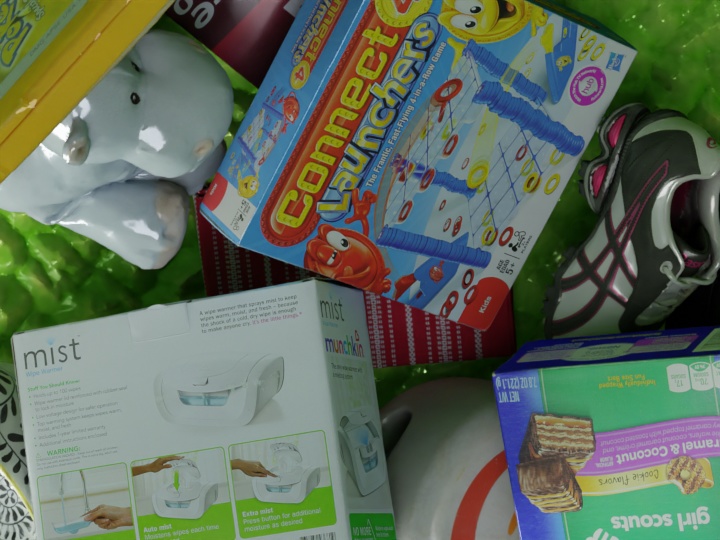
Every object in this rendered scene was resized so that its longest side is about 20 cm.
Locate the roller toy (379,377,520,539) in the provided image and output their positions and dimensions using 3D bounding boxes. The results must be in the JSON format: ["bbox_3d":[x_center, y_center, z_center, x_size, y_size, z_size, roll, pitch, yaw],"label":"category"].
[{"bbox_3d":[0.082,0.161,1.725,0.200,0.140,0.183,-22,104,-26],"label":"roller toy"}]

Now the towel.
[{"bbox_3d":[0.000,0.000,1.727,0.199,0.023,0.145,-4,121,3],"label":"towel"}]

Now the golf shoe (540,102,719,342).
[{"bbox_3d":[0.166,0.002,1.627,0.077,0.088,0.201,-6,115,-37],"label":"golf shoe"}]

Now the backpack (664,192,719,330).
[{"bbox_3d":[0.270,0.038,1.668,0.153,0.176,0.201,-13,115,-20],"label":"backpack"}]

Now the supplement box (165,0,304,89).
[{"bbox_3d":[-0.098,-0.211,1.585,0.200,0.061,0.109,38,110,-21],"label":"supplement box"}]

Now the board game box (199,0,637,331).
[{"bbox_3d":[0.036,-0.084,1.600,0.196,0.056,0.200,19,104,-36],"label":"board game box"}]

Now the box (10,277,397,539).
[{"bbox_3d":[-0.094,0.108,1.620,0.199,0.097,0.177,-11,81,18],"label":"box"}]

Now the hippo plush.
[{"bbox_3d":[-0.155,-0.105,1.559,0.199,0.160,0.161,10,154,-18],"label":"hippo plush"}]

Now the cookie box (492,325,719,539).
[{"bbox_3d":[0.180,0.140,1.596,0.171,0.075,0.201,-6,102,25],"label":"cookie box"}]

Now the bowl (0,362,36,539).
[{"bbox_3d":[-0.238,0.120,1.725,0.200,0.094,0.201,29,142,26],"label":"bowl"}]

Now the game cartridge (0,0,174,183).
[{"bbox_3d":[-0.176,-0.146,1.483,0.200,0.176,0.032,-44,126,17],"label":"game cartridge"}]
